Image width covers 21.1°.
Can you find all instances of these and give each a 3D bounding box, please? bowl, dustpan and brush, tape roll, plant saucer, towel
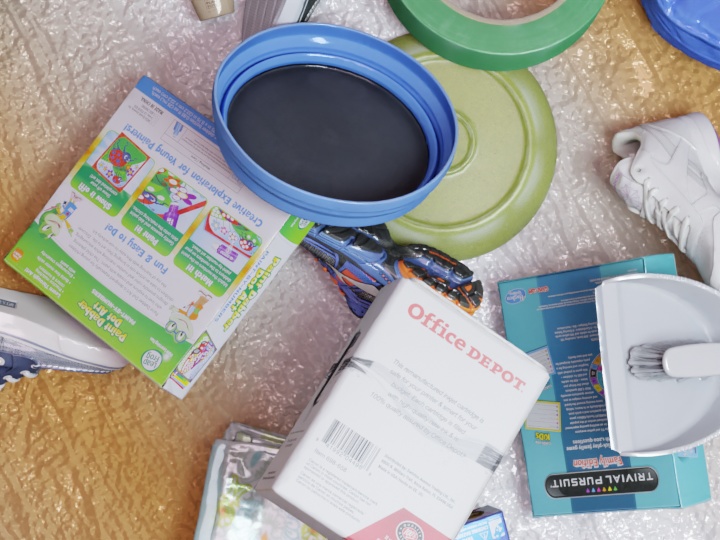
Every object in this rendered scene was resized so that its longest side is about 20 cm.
[{"bbox_3d":[-0.023,-0.116,1.551,0.200,0.039,0.201,9,48,-10],"label":"bowl"},{"bbox_3d":[0.284,0.068,1.507,0.200,0.057,0.140,-3,85,-31],"label":"dustpan and brush"},{"bbox_3d":[0.115,-0.269,1.623,0.200,0.048,0.201,1,78,-3],"label":"tape roll"},{"bbox_3d":[0.069,-0.107,1.638,0.200,0.031,0.200,0,88,-2],"label":"plant saucer"},{"bbox_3d":[-0.055,0.239,1.611,0.171,0.048,0.200,12,87,0],"label":"towel"}]

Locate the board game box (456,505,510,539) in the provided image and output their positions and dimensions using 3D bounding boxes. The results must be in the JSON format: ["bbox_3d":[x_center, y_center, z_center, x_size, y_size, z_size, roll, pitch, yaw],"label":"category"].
[{"bbox_3d":[0.046,0.317,1.580,0.200,0.041,0.200,-17,95,-15],"label":"board game box"}]

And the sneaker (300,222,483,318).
[{"bbox_3d":[0.000,0.000,1.608,0.200,0.075,0.078,33,121,5],"label":"sneaker"}]

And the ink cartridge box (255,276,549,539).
[{"bbox_3d":[0.034,0.127,1.525,0.144,0.084,0.200,34,78,-8],"label":"ink cartridge box"}]

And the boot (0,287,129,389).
[{"bbox_3d":[-0.294,0.068,1.612,0.200,0.073,0.090,18,109,-4],"label":"boot"}]

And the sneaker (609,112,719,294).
[{"bbox_3d":[0.259,-0.048,1.580,0.099,0.075,0.200,-4,43,-6],"label":"sneaker"}]

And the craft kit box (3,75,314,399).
[{"bbox_3d":[-0.162,-0.030,1.583,0.200,0.049,0.198,36,84,28],"label":"craft kit box"}]

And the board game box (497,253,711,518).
[{"bbox_3d":[0.197,0.096,1.579,0.151,0.047,0.200,-10,87,43],"label":"board game box"}]

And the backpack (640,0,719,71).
[{"bbox_3d":[0.320,-0.268,1.586,0.162,0.168,0.200,29,91,7],"label":"backpack"}]

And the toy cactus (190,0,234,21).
[{"bbox_3d":[-0.138,-0.294,1.620,0.200,0.102,0.165,-17,98,-10],"label":"toy cactus"}]

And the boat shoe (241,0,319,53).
[{"bbox_3d":[-0.035,-0.262,1.621,0.071,0.072,0.200,14,106,-35],"label":"boat shoe"}]

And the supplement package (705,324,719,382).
[{"bbox_3d":[0.387,0.064,1.596,0.200,0.111,0.156,32,88,0],"label":"supplement package"}]
